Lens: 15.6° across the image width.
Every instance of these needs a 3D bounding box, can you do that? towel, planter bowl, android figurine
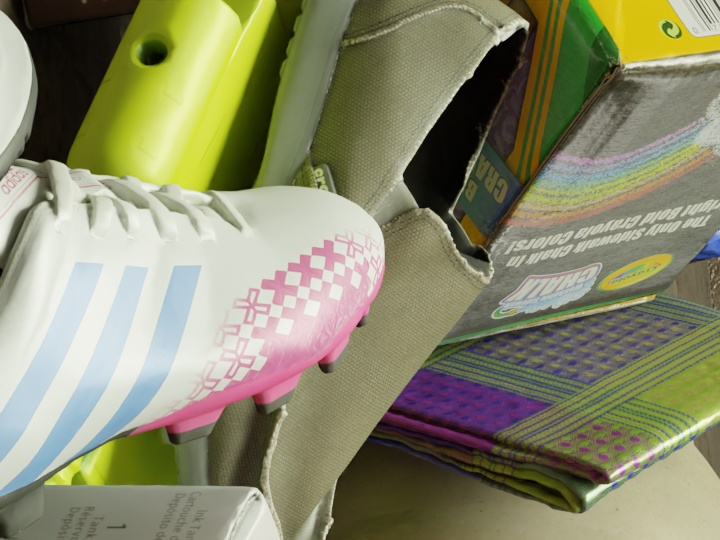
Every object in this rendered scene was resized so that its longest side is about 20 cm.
[{"bbox_3d":[0.050,0.034,0.926,0.143,0.199,0.023,-23,117,-42],"label":"towel"},{"bbox_3d":[0.061,0.112,0.983,0.201,0.199,0.135,71,24,-43],"label":"planter bowl"},{"bbox_3d":[-0.053,-0.007,0.796,0.182,0.041,0.201,74,36,-59],"label":"android figurine"}]

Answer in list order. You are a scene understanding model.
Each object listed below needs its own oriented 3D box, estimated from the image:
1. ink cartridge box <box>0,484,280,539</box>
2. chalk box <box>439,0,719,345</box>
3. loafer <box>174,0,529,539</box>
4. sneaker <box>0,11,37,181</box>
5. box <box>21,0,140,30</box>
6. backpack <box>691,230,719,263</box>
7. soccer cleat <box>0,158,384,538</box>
[{"bbox_3d":[-0.012,0.145,0.729,0.044,0.173,0.201,-67,149,-48],"label":"ink cartridge box"},{"bbox_3d":[0.057,-0.061,0.895,0.124,0.124,0.200,63,-39,22],"label":"chalk box"},{"bbox_3d":[0.000,0.000,0.777,0.075,0.069,0.201,18,87,-72],"label":"loafer"},{"bbox_3d":[-0.130,-0.091,0.616,0.201,0.075,0.116,-93,160,-52],"label":"sneaker"},{"bbox_3d":[-0.065,-0.157,0.899,0.200,0.075,0.101,-59,140,-67],"label":"box"},{"bbox_3d":[0.129,-0.084,1.185,0.162,0.199,0.169,-19,-92,60],"label":"backpack"},{"bbox_3d":[-0.065,0.002,0.659,0.200,0.070,0.087,-29,118,-44],"label":"soccer cleat"}]
